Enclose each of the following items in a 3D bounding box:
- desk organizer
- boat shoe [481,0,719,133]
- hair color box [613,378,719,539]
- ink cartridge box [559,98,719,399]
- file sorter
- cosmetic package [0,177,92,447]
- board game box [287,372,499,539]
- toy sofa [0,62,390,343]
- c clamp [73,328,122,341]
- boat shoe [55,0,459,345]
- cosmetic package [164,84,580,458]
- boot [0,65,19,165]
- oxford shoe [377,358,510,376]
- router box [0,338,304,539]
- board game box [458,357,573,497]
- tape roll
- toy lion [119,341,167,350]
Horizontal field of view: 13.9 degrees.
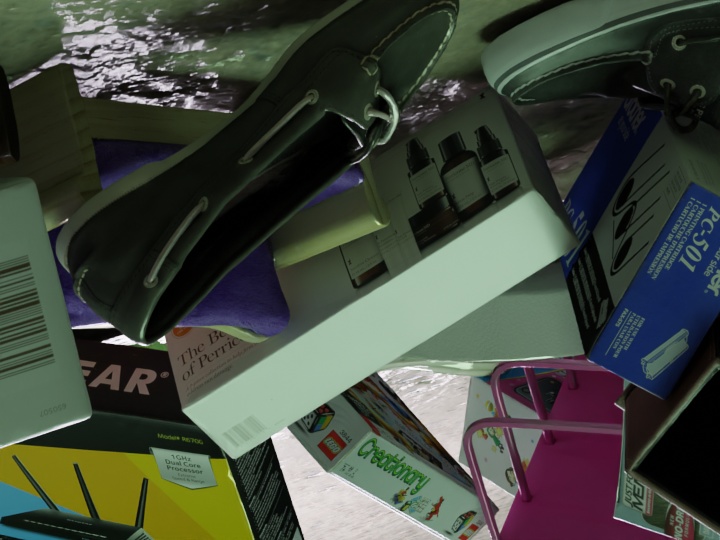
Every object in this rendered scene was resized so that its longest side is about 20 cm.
[{"bbox_3d":[0.198,0.018,1.290,0.200,0.072,0.077,-53,-172,20],"label":"desk organizer"},{"bbox_3d":[0.157,-0.096,1.320,0.200,0.066,0.070,-13,167,-5],"label":"boat shoe"},{"bbox_3d":[0.193,0.035,1.481,0.061,0.200,0.099,18,135,20],"label":"hair color box"},{"bbox_3d":[0.135,-0.021,1.361,0.044,0.094,0.200,27,-164,-9],"label":"ink cartridge box"},{"bbox_3d":[0.154,0.064,1.622,0.139,0.200,0.126,4,132,23],"label":"file sorter"},{"bbox_3d":[-0.189,0.017,1.212,0.074,0.102,0.200,-17,-172,-28],"label":"cosmetic package"},{"bbox_3d":[-0.007,0.075,1.571,0.035,0.126,0.200,-45,154,4],"label":"board game box"},{"bbox_3d":[-0.080,-0.026,1.297,0.083,0.098,0.200,-23,164,37],"label":"toy sofa"},{"bbox_3d":[-0.166,0.029,1.602,0.200,0.027,0.171,-17,167,15],"label":"c clamp"},{"bbox_3d":[-0.030,-0.043,1.204,0.200,0.057,0.067,-38,152,-5],"label":"boat shoe"},{"bbox_3d":[0.000,0.000,1.409,0.200,0.083,0.051,-33,130,13],"label":"cosmetic package"},{"bbox_3d":[-0.238,-0.049,1.118,0.200,0.064,0.186,-10,169,0],"label":"boot"},{"bbox_3d":[0.010,0.025,1.719,0.200,0.075,0.058,0,127,-26],"label":"oxford shoe"},{"bbox_3d":[-0.140,0.101,1.538,0.200,0.051,0.149,6,138,22],"label":"router box"},{"bbox_3d":[0.180,0.111,1.748,0.147,0.064,0.200,-16,-147,-41],"label":"board game box"},{"bbox_3d":[0.061,0.005,1.525,0.202,0.037,0.203,-1,-167,0],"label":"tape roll"},{"bbox_3d":[-0.183,0.082,1.697,0.191,0.069,0.200,-18,171,12],"label":"toy lion"}]
